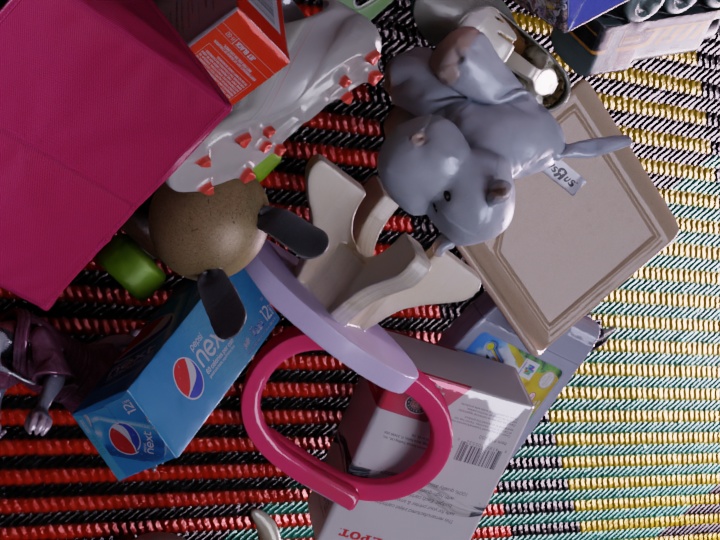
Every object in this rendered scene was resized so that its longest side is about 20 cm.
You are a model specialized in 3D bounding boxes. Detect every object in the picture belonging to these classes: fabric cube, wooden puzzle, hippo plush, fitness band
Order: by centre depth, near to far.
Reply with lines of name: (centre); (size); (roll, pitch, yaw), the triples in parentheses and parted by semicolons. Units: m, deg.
fabric cube: (-0.246, -0.130, 1.332); (0.200, 0.196, 0.199); (-47, 141, 9)
hippo plush: (0.083, -0.080, 1.682); (0.159, 0.200, 0.161); (-44, -167, 48)
fitness band: (-0.012, 0.130, 1.822); (0.200, 0.037, 0.144); (33, 105, -14)
wooden puzzle: (0.182, -0.049, 1.895); (0.200, 0.037, 0.185); (-41, 112, -13)

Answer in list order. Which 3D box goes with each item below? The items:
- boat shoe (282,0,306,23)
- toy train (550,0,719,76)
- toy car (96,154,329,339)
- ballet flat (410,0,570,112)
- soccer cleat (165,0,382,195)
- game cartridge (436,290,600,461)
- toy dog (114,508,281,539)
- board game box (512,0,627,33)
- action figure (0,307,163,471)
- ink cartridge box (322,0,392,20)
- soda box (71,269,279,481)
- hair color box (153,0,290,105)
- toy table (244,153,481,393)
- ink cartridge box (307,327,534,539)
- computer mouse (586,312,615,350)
boat shoe: (-0.114, -0.200, 1.512); (0.086, 0.075, 0.202); (-50, 138, 0)
toy train: (0.260, -0.239, 1.832); (0.200, 0.085, 0.114); (-14, 141, -38)
toy car: (-0.111, -0.033, 1.546); (0.164, 0.200, 0.158); (-46, 140, -4)
ballet flat: (0.120, -0.192, 1.744); (0.067, 0.064, 0.200); (-54, 140, 5)
soccer cleat: (-0.072, -0.127, 1.489); (0.200, 0.078, 0.069); (-36, 157, -19)
game cartridge: (0.125, 0.106, 1.967); (0.133, 0.040, 0.200); (27, 107, -24)
toy dog: (-0.143, 0.301, 1.832); (0.200, 0.139, 0.194); (31, 84, -50)
board game box: (0.153, -0.294, 1.587); (0.159, 0.200, 0.097); (-29, 135, -24)
action figure: (-0.225, 0.075, 1.587); (0.200, 0.134, 0.149); (36, 70, -35)
ink cartridge box: (-0.025, -0.281, 1.543); (0.104, 0.059, 0.200); (-43, 140, -8)
soda box: (-0.140, 0.073, 1.583); (0.068, 0.064, 0.200); (56, 34, -15)
hair color box: (-0.146, -0.135, 1.449); (0.200, 0.102, 0.061); (-34, 124, 19)
toy table: (0.000, 0.000, 1.709); (0.200, 0.184, 0.117); (34, 104, -34)
ink cartridge box: (0.053, 0.174, 1.912); (0.144, 0.084, 0.200); (17, 111, -17)
computer mouse: (0.208, 0.023, 2.004); (0.138, 0.053, 0.200); (-21, 132, -30)
